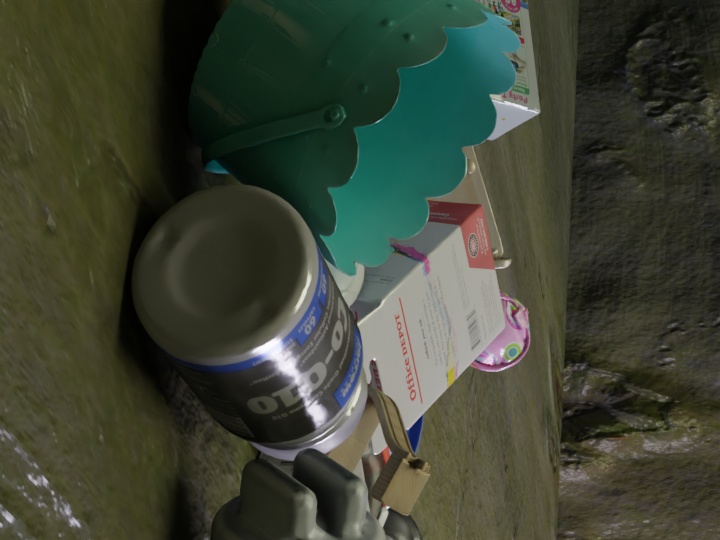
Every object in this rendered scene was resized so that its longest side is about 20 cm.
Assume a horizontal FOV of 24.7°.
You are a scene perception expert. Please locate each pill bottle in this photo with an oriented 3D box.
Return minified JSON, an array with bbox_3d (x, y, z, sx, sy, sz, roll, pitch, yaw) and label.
[{"bbox_3d":[-0.060,0.041,1.031,0.200,0.113,0.115,64,28,-61],"label":"pill bottle"}]

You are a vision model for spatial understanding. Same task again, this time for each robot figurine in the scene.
[{"bbox_3d":[-0.045,0.219,1.057,0.169,0.113,0.202,-6,111,-33],"label":"robot figurine"}]

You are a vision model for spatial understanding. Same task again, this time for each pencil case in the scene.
[{"bbox_3d":[0.106,0.035,1.682,0.200,0.087,0.088,-132,-145,-68],"label":"pencil case"}]

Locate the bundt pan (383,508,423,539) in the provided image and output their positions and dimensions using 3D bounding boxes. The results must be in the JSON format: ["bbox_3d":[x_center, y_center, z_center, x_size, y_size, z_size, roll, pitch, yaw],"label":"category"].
[{"bbox_3d":[0.015,0.297,1.442,0.202,0.075,0.204,0,90,-78],"label":"bundt pan"}]

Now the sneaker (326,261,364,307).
[{"bbox_3d":[-0.042,-0.066,1.211,0.130,0.079,0.200,67,29,-46],"label":"sneaker"}]

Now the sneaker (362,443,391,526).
[{"bbox_3d":[-0.022,0.128,1.351,0.082,0.077,0.202,15,72,-49],"label":"sneaker"}]

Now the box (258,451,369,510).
[{"bbox_3d":[-0.029,0.216,1.263,0.082,0.068,0.201,-69,156,-57],"label":"box"}]

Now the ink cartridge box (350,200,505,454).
[{"bbox_3d":[0.030,0.041,1.282,0.200,0.067,0.117,-41,127,-45],"label":"ink cartridge box"}]

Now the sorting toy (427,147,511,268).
[{"bbox_3d":[0.062,-0.087,1.637,0.180,0.106,0.201,-168,-119,-87],"label":"sorting toy"}]

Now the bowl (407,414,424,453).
[{"bbox_3d":[0.028,0.086,1.589,0.201,0.039,0.202,0,90,-77],"label":"bowl"}]

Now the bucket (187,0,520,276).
[{"bbox_3d":[-0.006,-0.113,1.068,0.207,0.134,0.208,-46,160,-22],"label":"bucket"}]

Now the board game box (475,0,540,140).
[{"bbox_3d":[0.058,-0.216,1.266,0.147,0.064,0.202,11,65,-36],"label":"board game box"}]

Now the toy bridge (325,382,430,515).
[{"bbox_3d":[-0.006,0.110,1.128,0.027,0.200,0.068,33,81,-29],"label":"toy bridge"}]
